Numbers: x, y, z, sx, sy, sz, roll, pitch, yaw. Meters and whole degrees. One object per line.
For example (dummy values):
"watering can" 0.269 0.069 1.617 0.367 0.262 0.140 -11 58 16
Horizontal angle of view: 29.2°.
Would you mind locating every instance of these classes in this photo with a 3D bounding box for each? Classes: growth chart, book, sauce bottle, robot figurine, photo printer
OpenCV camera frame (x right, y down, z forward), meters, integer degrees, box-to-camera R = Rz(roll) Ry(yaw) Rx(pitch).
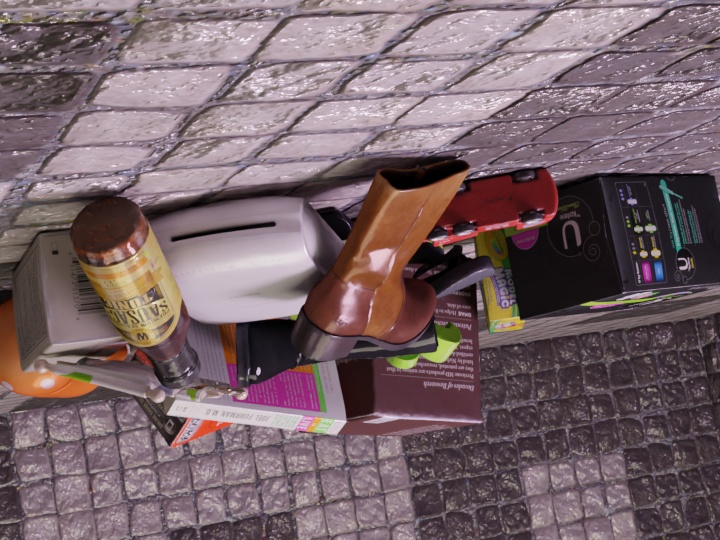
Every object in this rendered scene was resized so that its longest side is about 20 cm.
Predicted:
"growth chart" -0.195 0.103 1.298 0.144 0.018 0.200 13 180 18
"book" -0.119 0.104 1.471 0.199 0.134 0.048 11 132 -29
"sauce bottle" -0.178 0.026 1.147 0.066 0.066 0.200 -11 138 9
"robot figurine" -0.345 0.084 1.532 0.117 0.144 0.200 -49 169 2
"photo printer" -0.103 -0.009 1.243 0.166 0.070 0.200 -9 164 10

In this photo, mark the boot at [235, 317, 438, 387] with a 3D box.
"boot" -0.021 0.074 1.378 0.199 0.066 0.165 -1 -171 1

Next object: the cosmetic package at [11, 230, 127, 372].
"cosmetic package" -0.266 0.030 1.286 0.087 0.104 0.200 -6 173 -22

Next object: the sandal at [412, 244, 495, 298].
"sandal" 0.082 0.003 1.429 0.076 0.043 0.200 -23 180 -13

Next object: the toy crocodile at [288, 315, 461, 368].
"toy crocodile" 0.014 0.055 1.516 0.199 0.062 0.068 15 128 -5

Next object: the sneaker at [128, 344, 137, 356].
"sneaker" -0.187 0.037 1.583 0.200 0.077 0.075 -27 174 -42

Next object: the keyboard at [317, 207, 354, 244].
"keyboard" -0.088 -0.002 1.371 0.199 0.021 0.127 -12 135 16

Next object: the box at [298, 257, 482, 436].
"box" 0.031 0.089 1.654 0.164 0.201 0.166 7 165 -34

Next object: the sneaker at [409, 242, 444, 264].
"sneaker" 0.000 0.000 1.468 0.199 0.081 0.074 -6 172 -24

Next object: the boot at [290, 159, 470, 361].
"boot" 0.038 -0.022 1.226 0.188 0.069 0.200 -6 134 -44

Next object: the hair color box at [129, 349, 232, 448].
"hair color box" -0.154 0.114 1.522 0.200 0.102 0.061 -18 151 -49

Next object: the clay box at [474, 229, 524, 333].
"clay box" 0.159 0.006 1.586 0.047 0.115 0.200 -9 172 5

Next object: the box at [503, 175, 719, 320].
"box" 0.274 -0.025 1.468 0.199 0.125 0.148 -5 171 -41

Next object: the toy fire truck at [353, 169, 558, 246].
"toy fire truck" 0.088 -0.048 1.345 0.199 0.049 0.141 -11 173 1
